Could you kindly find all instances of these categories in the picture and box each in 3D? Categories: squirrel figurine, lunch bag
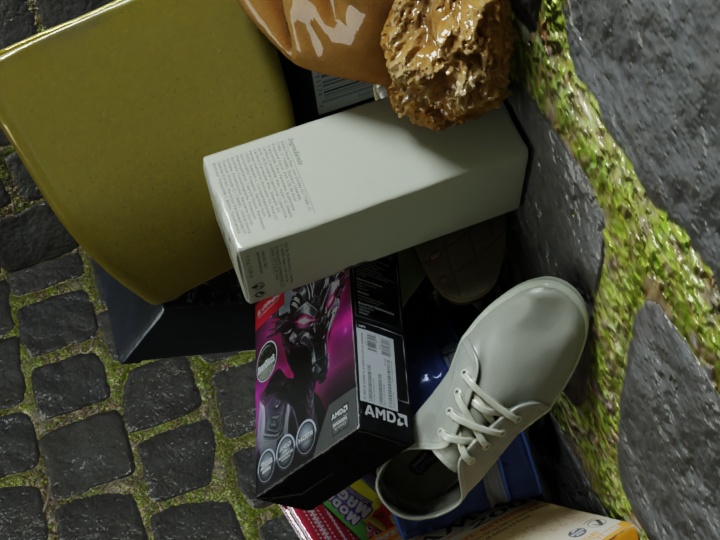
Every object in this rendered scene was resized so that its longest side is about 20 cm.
[{"bbox_3d":[0.033,-0.183,0.627,0.201,0.140,0.187,55,156,14],"label":"squirrel figurine"},{"bbox_3d":[0.068,0.106,0.843,0.200,0.130,0.138,-110,1,-79],"label":"lunch bag"}]

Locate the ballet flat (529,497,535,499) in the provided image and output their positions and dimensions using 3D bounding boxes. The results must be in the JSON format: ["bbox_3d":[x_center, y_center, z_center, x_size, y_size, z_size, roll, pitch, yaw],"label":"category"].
[{"bbox_3d":[0.113,0.195,0.959,0.069,0.067,0.201,63,179,-42],"label":"ballet flat"}]

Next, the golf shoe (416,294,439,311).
[{"bbox_3d":[0.035,0.107,1.058,0.078,0.095,0.204,-42,-49,-65],"label":"golf shoe"}]

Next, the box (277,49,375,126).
[{"bbox_3d":[-0.045,-0.220,0.902,0.199,0.116,0.201,82,165,-45],"label":"box"}]

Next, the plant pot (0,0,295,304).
[{"bbox_3d":[-0.147,-0.095,0.800,0.203,0.193,0.194,68,169,-18],"label":"plant pot"}]

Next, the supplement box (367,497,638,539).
[{"bbox_3d":[0.094,0.220,0.777,0.199,0.124,0.075,-6,103,63],"label":"supplement box"}]

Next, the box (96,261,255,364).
[{"bbox_3d":[-0.137,-0.034,1.021,0.117,0.194,0.203,-42,59,48],"label":"box"}]

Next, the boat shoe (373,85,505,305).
[{"bbox_3d":[0.057,-0.065,0.801,0.068,0.071,0.203,85,171,-66],"label":"boat shoe"}]

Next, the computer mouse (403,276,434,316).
[{"bbox_3d":[0.027,0.047,0.986,0.201,0.045,0.142,-55,51,41],"label":"computer mouse"}]

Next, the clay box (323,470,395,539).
[{"bbox_3d":[0.004,0.175,0.958,0.199,0.048,0.115,42,-161,2],"label":"clay box"}]

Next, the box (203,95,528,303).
[{"bbox_3d":[0.004,-0.056,0.716,0.069,0.197,0.083,87,162,-58],"label":"box"}]

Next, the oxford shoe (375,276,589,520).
[{"bbox_3d":[0.075,0.090,0.702,0.075,0.201,0.058,38,-157,-1],"label":"oxford shoe"}]

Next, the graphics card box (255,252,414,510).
[{"bbox_3d":[-0.024,0.049,0.767,0.125,0.050,0.203,-38,44,41],"label":"graphics card box"}]

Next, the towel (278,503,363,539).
[{"bbox_3d":[0.008,0.227,0.959,0.199,0.023,0.145,13,-147,-56],"label":"towel"}]

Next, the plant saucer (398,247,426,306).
[{"bbox_3d":[0.000,0.000,0.888,0.031,0.201,0.200,39,179,-16],"label":"plant saucer"}]
